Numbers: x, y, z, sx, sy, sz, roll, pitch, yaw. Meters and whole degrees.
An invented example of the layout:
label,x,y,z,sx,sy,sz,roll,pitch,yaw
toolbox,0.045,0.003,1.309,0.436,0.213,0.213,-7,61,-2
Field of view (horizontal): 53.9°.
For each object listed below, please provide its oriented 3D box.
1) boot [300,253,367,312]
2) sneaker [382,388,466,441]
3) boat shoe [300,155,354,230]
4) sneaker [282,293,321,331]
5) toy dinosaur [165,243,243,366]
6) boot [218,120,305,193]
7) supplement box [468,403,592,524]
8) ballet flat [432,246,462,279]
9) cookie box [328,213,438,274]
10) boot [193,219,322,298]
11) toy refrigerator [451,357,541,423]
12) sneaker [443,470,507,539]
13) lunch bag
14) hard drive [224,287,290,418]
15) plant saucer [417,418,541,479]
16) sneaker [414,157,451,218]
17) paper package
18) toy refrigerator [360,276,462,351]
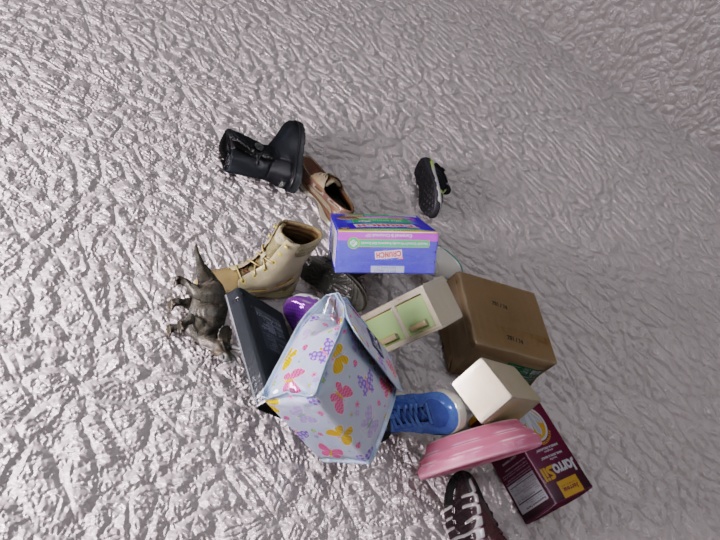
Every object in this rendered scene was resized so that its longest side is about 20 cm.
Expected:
label,x,y,z,sx,sy,sz,roll,pitch,yaw
boot,0.001,-0.001,1.345,0.182,0.073,0.199,38,32,30
sneaker,0.067,0.229,1.103,0.111,0.199,0.077,-10,92,-35
boat shoe,-0.068,-0.170,1.471,0.075,0.072,0.201,-12,59,-42
sneaker,-0.071,0.126,1.169,0.088,0.081,0.201,-17,65,-50
toy dinosaur,-0.247,0.061,1.116,0.102,0.077,0.201,8,60,-35
boot,-0.202,-0.260,1.459,0.167,0.076,0.201,18,49,-25
supplement box,0.295,0.321,1.243,0.110,0.086,0.201,-6,55,-39
ballet flat,0.122,-0.032,1.462,0.069,0.070,0.200,-11,39,-41
cookie box,0.034,-0.050,1.239,0.170,0.076,0.200,1,13,-6
boot,-0.169,-0.014,1.184,0.199,0.156,0.073,-3,53,-37
toy refrigerator,0.218,0.197,1.128,0.076,0.070,0.200,53,13,25
sneaker,0.202,0.417,1.107,0.115,0.076,0.201,12,56,-33
lunch bag,-0.026,0.153,1.040,0.170,0.126,0.201,56,41,-31
hard drive,-0.139,0.136,1.105,0.140,0.033,0.201,42,21,-55
plant saucer,0.182,0.278,1.112,0.199,0.200,0.051,-1,67,-36
sneaker,0.184,-0.197,1.675,0.082,0.072,0.201,18,43,-21
paper package,0.260,0.120,1.399,0.199,0.104,0.192,15,45,-24
toy refrigerator,0.068,0.086,1.201,0.070,0.199,0.076,-22,84,-47
